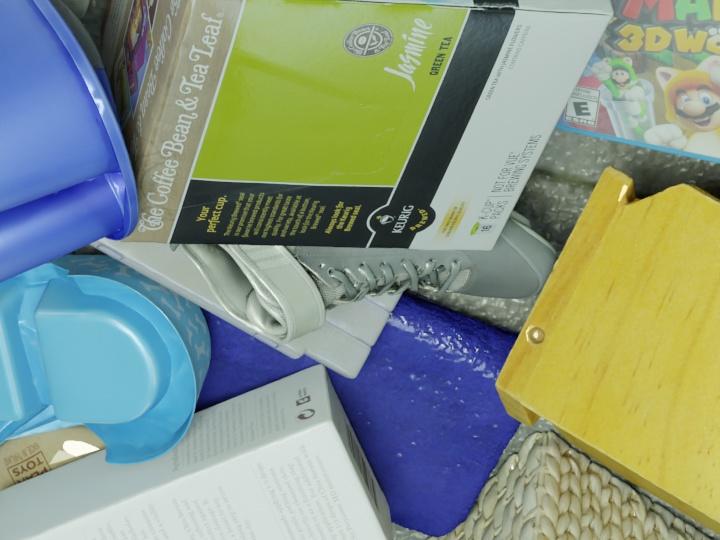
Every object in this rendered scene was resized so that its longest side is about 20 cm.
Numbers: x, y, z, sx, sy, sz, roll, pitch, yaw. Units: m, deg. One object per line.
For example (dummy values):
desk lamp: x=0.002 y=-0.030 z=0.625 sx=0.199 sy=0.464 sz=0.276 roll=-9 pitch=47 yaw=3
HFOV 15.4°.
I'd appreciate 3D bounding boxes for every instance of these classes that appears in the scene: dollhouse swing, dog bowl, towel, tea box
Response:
dollhouse swing: x=0.200 y=0.063 z=1.405 sx=0.199 sy=0.176 sz=0.183 roll=30 pitch=101 yaw=17
dog bowl: x=-0.171 y=0.043 z=1.441 sx=0.199 sy=0.050 sz=0.112 roll=0 pitch=115 yaw=21
towel: x=-0.011 y=0.058 z=1.484 sx=0.199 sy=0.050 sz=0.148 roll=23 pitch=125 yaw=-8
tea box: x=-0.011 y=-0.116 z=1.254 sx=0.195 sy=0.134 sz=0.200 roll=1 pitch=148 yaw=-16

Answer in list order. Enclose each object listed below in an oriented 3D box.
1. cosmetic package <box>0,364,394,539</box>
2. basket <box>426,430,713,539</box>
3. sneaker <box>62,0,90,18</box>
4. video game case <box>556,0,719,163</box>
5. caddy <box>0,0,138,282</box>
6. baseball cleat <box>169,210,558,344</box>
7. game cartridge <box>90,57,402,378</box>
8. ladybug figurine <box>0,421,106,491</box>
cosmetic package: x=-0.091 y=0.141 z=1.448 sx=0.199 sy=0.071 sz=0.102 roll=-21 pitch=114 yaw=5
basket: x=0.102 y=0.237 z=1.496 sx=0.160 sy=0.200 sz=0.198 roll=35 pitch=119 yaw=-14
sneaker: x=-0.160 y=-0.218 z=1.300 sx=0.104 sy=0.076 sz=0.201 roll=15 pitch=127 yaw=-11
video game case: x=0.172 y=-0.131 z=1.279 sx=0.142 sy=0.018 sz=0.201 roll=13 pitch=136 yaw=8
caddy: x=-0.174 y=-0.091 z=1.249 sx=0.105 sy=0.200 sz=0.142 roll=-29 pitch=157 yaw=-18
baseball cleat: x=0.000 y=0.000 z=1.349 sx=0.199 sy=0.107 sz=0.070 roll=16 pitch=148 yaw=-5
game cartridge: x=-0.060 y=-0.042 z=1.394 sx=0.199 sy=0.038 sz=0.130 roll=30 pitch=92 yaw=-14
ladybug figurine: x=-0.140 y=0.150 z=1.536 sx=0.135 sy=0.072 sz=0.200 roll=-26 pitch=117 yaw=19
